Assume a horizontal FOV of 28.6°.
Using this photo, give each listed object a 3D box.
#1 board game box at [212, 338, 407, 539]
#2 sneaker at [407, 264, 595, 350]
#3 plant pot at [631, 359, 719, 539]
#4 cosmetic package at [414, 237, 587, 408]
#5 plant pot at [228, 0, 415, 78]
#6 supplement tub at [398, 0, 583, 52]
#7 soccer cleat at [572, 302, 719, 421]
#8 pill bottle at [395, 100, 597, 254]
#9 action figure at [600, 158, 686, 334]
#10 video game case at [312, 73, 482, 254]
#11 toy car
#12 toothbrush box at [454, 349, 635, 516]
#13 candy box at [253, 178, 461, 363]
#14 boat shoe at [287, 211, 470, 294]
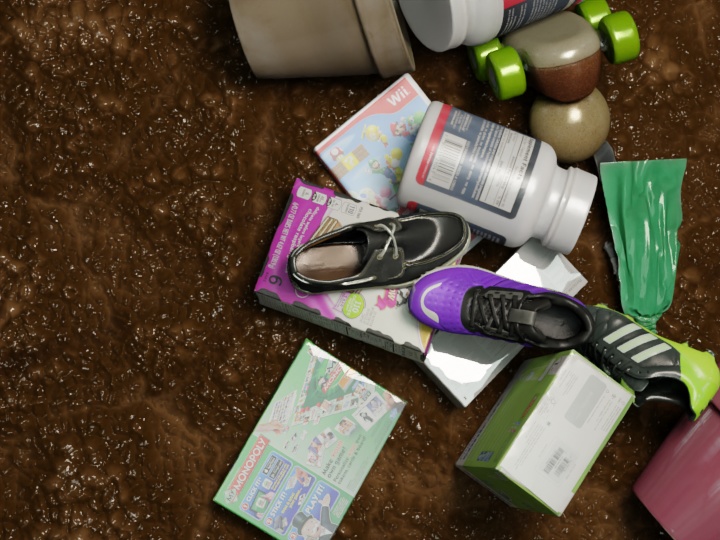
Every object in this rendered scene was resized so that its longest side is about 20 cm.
[{"bbox_3d":[-0.054,0.196,1.536,0.134,0.029,0.202,31,80,-3],"label":"board game box"},{"bbox_3d":[0.150,0.040,1.441,0.197,0.100,0.071,8,95,-9],"label":"sneaker"},{"bbox_3d":[0.401,0.224,1.529,0.179,0.200,0.200,-42,91,4],"label":"plant pot"},{"bbox_3d":[0.154,0.055,1.573,0.200,0.051,0.083,-44,87,-11],"label":"cosmetic package"},{"bbox_3d":[-0.048,-0.291,1.527,0.171,0.200,0.203,-15,86,6],"label":"plant pot"},{"bbox_3d":[0.150,-0.330,1.535,0.198,0.140,0.142,-25,87,-20],"label":"supplement tub"},{"bbox_3d":[0.282,0.094,1.498,0.198,0.068,0.081,22,56,23],"label":"soccer cleat"},{"bbox_3d":[0.148,-0.094,1.525,0.197,0.120,0.121,21,81,2],"label":"pill bottle"},{"bbox_3d":[0.320,-0.023,1.602,0.116,0.055,0.203,-4,93,-19],"label":"action figure"},{"bbox_3d":[0.061,-0.102,1.594,0.143,0.017,0.201,-39,90,-10],"label":"video game case"},{"bbox_3d":[0.228,-0.182,1.592,0.162,0.158,0.203,-17,114,-4],"label":"toy car"},{"bbox_3d":[0.190,0.171,1.489,0.086,0.200,0.146,36,79,-4],"label":"toothbrush box"},{"bbox_3d":[0.000,0.000,1.527,0.197,0.061,0.138,19,77,7],"label":"candy box"},{"bbox_3d":[0.020,-0.020,1.466,0.197,0.068,0.073,-12,76,-3],"label":"boat shoe"}]
